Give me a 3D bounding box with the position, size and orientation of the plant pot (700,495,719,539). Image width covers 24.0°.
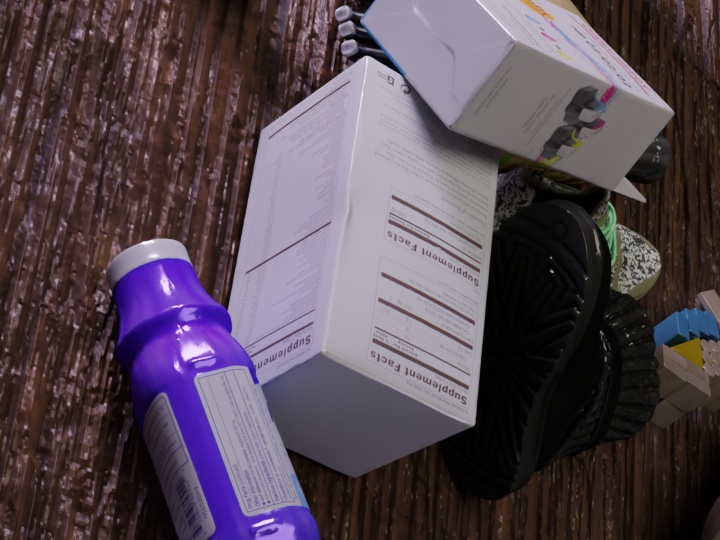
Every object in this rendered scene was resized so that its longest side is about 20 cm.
[{"bbox_3d":[0.336,0.168,1.176,0.200,0.200,0.174,46,29,-15],"label":"plant pot"}]

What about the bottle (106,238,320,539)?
[{"bbox_3d":[-0.082,0.078,0.888,0.065,0.084,0.200,-14,62,-19],"label":"bottle"}]

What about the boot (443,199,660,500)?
[{"bbox_3d":[0.136,0.036,1.056,0.158,0.211,0.079,-19,46,-42],"label":"boot"}]

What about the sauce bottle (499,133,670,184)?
[{"bbox_3d":[0.141,-0.095,1.196,0.200,0.065,0.065,6,66,-39],"label":"sauce bottle"}]

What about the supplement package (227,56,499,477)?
[{"bbox_3d":[0.000,0.000,0.987,0.109,0.114,0.200,27,54,-29],"label":"supplement package"}]

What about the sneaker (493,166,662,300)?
[{"bbox_3d":[0.148,-0.024,1.150,0.200,0.089,0.077,14,61,-38],"label":"sneaker"}]

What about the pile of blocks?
[{"bbox_3d":[0.240,0.066,1.216,0.200,0.062,0.082,-2,59,-51],"label":"pile of blocks"}]

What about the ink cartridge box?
[{"bbox_3d":[0.110,-0.119,1.042,0.200,0.068,0.115,16,30,-45],"label":"ink cartridge box"}]

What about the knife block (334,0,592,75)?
[{"bbox_3d":[0.077,-0.153,1.167,0.200,0.064,0.176,49,46,-13],"label":"knife block"}]
